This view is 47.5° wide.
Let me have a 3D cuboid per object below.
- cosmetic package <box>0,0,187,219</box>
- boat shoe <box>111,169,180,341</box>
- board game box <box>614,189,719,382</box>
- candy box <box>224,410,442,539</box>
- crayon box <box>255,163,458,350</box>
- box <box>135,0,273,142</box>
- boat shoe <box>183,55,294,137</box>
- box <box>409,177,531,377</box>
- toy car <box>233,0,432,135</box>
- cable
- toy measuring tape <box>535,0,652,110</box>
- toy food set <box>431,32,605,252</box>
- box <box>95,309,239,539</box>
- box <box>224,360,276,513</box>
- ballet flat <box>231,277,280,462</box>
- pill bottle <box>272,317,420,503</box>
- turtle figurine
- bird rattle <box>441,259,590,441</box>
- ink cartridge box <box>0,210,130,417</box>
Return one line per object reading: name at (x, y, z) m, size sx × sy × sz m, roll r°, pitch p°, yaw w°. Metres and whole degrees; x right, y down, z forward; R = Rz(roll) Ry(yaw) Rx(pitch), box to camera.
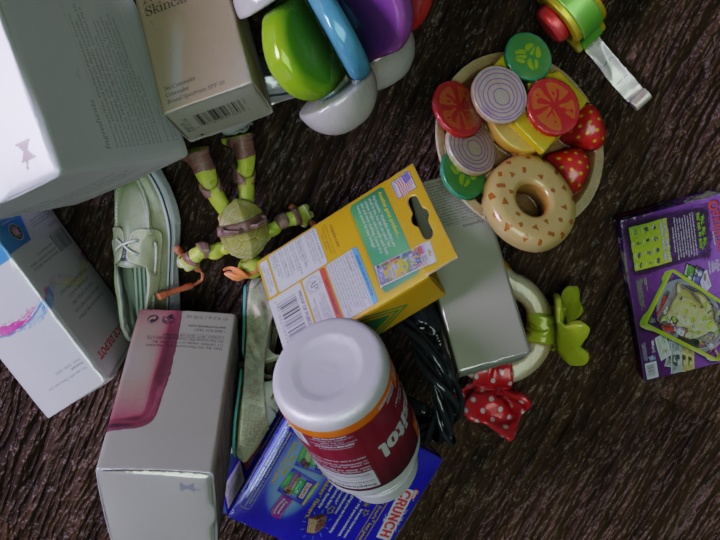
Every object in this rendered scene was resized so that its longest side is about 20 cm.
cosmetic package at (-0.297, -0.149, 0.749) m, size 0.162 × 0.200 × 0.168 m, roll -18°, pitch 95°, yaw 22°
boat shoe at (-0.234, -0.019, 0.884) m, size 0.070 × 0.062 × 0.205 m, roll 2°, pitch 108°, yaw 20°
board game box at (0.366, 0.020, 0.943) m, size 0.117 × 0.032 × 0.204 m, roll -12°, pitch 107°, yaw 6°
candy box at (-0.033, 0.234, 0.943) m, size 0.198 × 0.077 × 0.171 m, roll 30°, pitch 95°, yaw -19°
crayon box at (0.000, 0.000, 0.832) m, size 0.198 × 0.127 × 0.052 m, roll -31°, pitch 146°, yaw 13°
box at (-0.157, -0.240, 0.780) m, size 0.093 × 0.078 × 0.204 m, roll -19°, pitch 78°, yaw 5°
boat shoe at (-0.138, -0.176, 0.855) m, size 0.195 × 0.074 × 0.068 m, roll -5°, pitch 122°, yaw 9°
box at (0.112, 0.003, 0.863) m, size 0.080 × 0.068 × 0.204 m, roll -13°, pitch 78°, yaw 1°
toy car at (-0.006, -0.241, 0.758) m, size 0.148 × 0.201 × 0.177 m, roll -8°, pitch 124°, yaw 43°
cable at (0.045, 0.102, 0.873) m, size 0.050 × 0.202 × 0.164 m, roll -11°, pitch 150°, yaw -30°
toy measuring tape at (0.240, -0.242, 0.840) m, size 0.073 × 0.074 × 0.200 m, roll -42°, pitch 103°, yaw 10°
toy food set at (0.164, -0.135, 0.839) m, size 0.198 × 0.049 × 0.201 m, roll 43°, pitch 73°, yaw -3°
box at (-0.186, 0.156, 0.827) m, size 0.106 × 0.202 × 0.130 m, roll 4°, pitch 132°, yaw -3°
box at (-0.128, 0.207, 0.979) m, size 0.118 × 0.032 × 0.205 m, roll -2°, pitch 107°, yaw -2°
ballet flat at (-0.102, 0.104, 0.890) m, size 0.061 × 0.068 × 0.205 m, roll 1°, pitch 74°, yaw 2°
pill bottle at (-0.004, 0.146, 0.799) m, size 0.111 × 0.114 × 0.201 m, roll -19°, pitch 139°, yaw 4°
turtle figurine at (-0.139, -0.054, 0.871) m, size 0.196 × 0.064 × 0.164 m, roll -19°, pitch 107°, yaw -10°
bird rattle at (0.164, 0.080, 0.937) m, size 0.163 × 0.113 × 0.200 m, roll 47°, pitch 111°, yaw 1°
ink cartridge box at (-0.335, 0.031, 0.860) m, size 0.084 × 0.145 × 0.202 m, roll -32°, pitch 105°, yaw 8°
